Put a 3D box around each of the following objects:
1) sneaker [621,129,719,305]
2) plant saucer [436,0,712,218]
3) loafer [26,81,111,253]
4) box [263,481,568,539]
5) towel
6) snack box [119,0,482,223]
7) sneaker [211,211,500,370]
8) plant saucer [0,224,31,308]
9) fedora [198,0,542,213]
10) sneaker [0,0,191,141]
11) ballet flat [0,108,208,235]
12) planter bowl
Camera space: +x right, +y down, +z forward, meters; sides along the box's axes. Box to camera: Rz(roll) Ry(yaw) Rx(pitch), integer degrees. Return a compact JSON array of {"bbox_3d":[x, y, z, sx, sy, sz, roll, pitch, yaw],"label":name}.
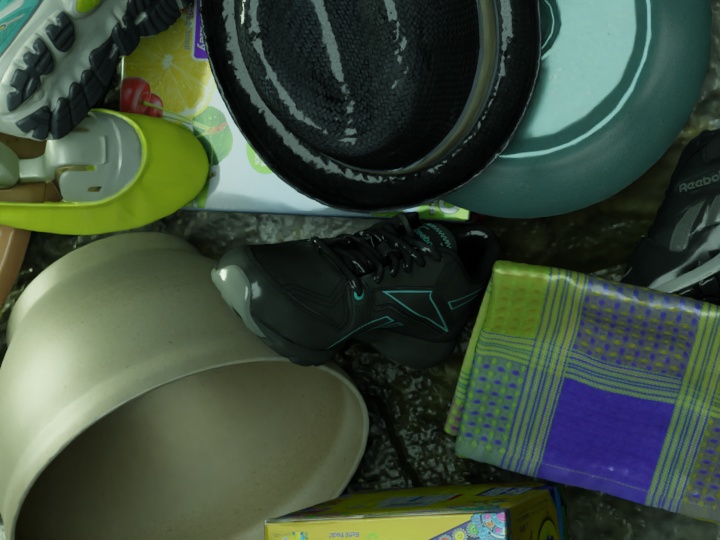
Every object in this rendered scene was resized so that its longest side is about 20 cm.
[{"bbox_3d":[0.188,-0.022,1.277,0.200,0.076,0.088,-40,47,21],"label":"sneaker"},{"bbox_3d":[0.083,-0.128,1.269,0.199,0.036,0.201,0,89,9],"label":"plant saucer"},{"bbox_3d":[-0.189,-0.093,1.367,0.072,0.063,0.201,20,94,15],"label":"loafer"},{"bbox_3d":[0.038,0.212,1.238,0.122,0.200,0.193,-4,89,13],"label":"box"},{"bbox_3d":[0.150,0.070,1.252,0.199,0.023,0.144,17,131,3],"label":"towel"},{"bbox_3d":[-0.031,-0.101,1.334,0.199,0.053,0.143,3,91,12],"label":"snack box"},{"bbox_3d":[0.000,0.000,1.244,0.079,0.200,0.075,-48,64,22],"label":"sneaker"},{"bbox_3d":[-0.270,-0.036,1.349,0.200,0.032,0.201,-6,78,28],"label":"plant saucer"},{"bbox_3d":[-0.006,-0.126,1.215,0.200,0.092,0.201,2,96,16],"label":"fedora"},{"bbox_3d":[-0.148,-0.151,1.269,0.079,0.078,0.200,17,51,32],"label":"sneaker"},{"bbox_3d":[-0.177,-0.056,1.271,0.199,0.067,0.067,-1,75,-9],"label":"ballet flat"},{"bbox_3d":[-0.112,0.066,1.296,0.200,0.200,0.135,-36,54,10],"label":"planter bowl"}]
